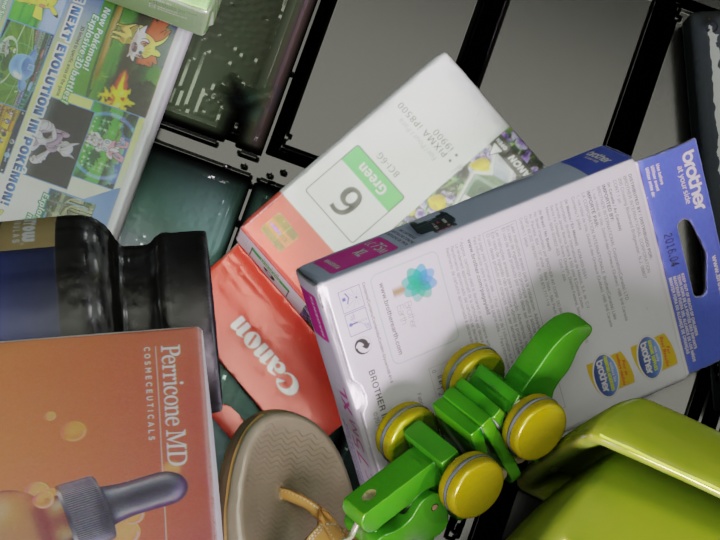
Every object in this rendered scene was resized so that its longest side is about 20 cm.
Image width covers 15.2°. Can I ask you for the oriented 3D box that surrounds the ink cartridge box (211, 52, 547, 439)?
[{"bbox_3d":[0.000,0.000,1.313,0.200,0.050,0.109,-41,88,-10],"label":"ink cartridge box"}]

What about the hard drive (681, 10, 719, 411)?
[{"bbox_3d":[0.239,-0.034,1.348,0.139,0.033,0.200,-3,83,-5],"label":"hard drive"}]

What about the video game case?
[{"bbox_3d":[-0.195,-0.071,1.321,0.182,0.022,0.200,19,80,-2],"label":"video game case"}]

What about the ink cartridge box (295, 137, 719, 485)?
[{"bbox_3d":[0.078,0.020,1.281,0.200,0.042,0.119,-21,111,-14],"label":"ink cartridge box"}]

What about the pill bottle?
[{"bbox_3d":[-0.166,0.033,1.242,0.200,0.112,0.112,-6,83,-3],"label":"pill bottle"}]

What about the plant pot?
[{"bbox_3d":[0.140,0.174,1.233,0.200,0.199,0.182,25,75,-1],"label":"plant pot"}]

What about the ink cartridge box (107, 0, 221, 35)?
[{"bbox_3d":[-0.109,-0.232,1.328,0.145,0.048,0.200,20,77,-2],"label":"ink cartridge box"}]

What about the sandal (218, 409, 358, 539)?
[{"bbox_3d":[-0.020,0.161,1.238,0.080,0.054,0.200,14,66,-40],"label":"sandal"}]

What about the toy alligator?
[{"bbox_3d":[0.034,0.098,1.228,0.200,0.054,0.059,-41,46,-12],"label":"toy alligator"}]

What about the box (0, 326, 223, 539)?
[{"bbox_3d":[-0.158,0.119,1.141,0.200,0.106,0.152,-5,49,-3],"label":"box"}]
